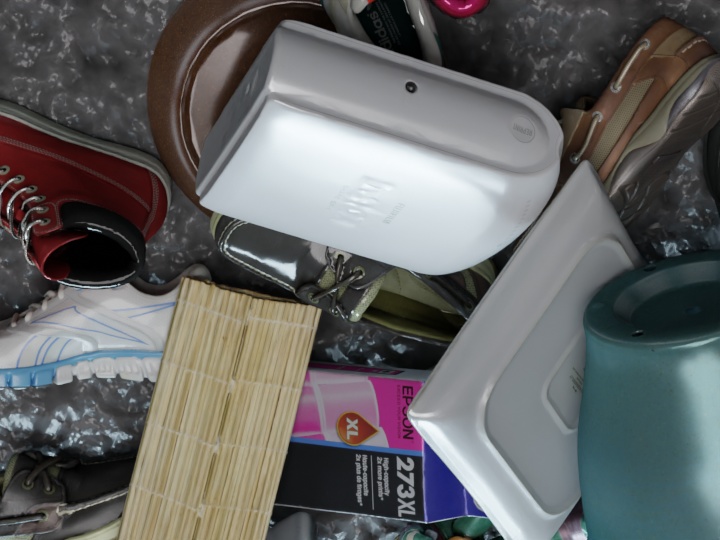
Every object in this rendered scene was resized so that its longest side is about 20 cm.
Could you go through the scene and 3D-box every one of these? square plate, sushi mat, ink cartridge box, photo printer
[{"bbox_3d":[0.128,0.063,1.632,0.198,0.028,0.200,-54,141,-14],"label":"square plate"},{"bbox_3d":[-0.094,0.109,1.689,0.095,0.012,0.201,14,91,-5],"label":"sushi mat"},{"bbox_3d":[0.003,0.111,1.698,0.199,0.037,0.095,3,100,28],"label":"ink cartridge box"},{"bbox_3d":[0.016,-0.067,1.573,0.199,0.070,0.166,17,152,-14],"label":"photo printer"}]

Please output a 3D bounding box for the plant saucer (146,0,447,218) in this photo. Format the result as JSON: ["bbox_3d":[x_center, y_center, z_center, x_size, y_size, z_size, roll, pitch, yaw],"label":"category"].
[{"bbox_3d":[-0.040,-0.104,1.672,0.199,0.035,0.201,1,110,2],"label":"plant saucer"}]

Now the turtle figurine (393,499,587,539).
[{"bbox_3d":[0.063,0.204,1.750,0.200,0.101,0.150,-37,132,-1],"label":"turtle figurine"}]

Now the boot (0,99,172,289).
[{"bbox_3d":[-0.225,-0.047,1.640,0.199,0.144,0.073,14,114,0],"label":"boot"}]

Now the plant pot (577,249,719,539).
[{"bbox_3d":[0.219,0.096,1.593,0.199,0.200,0.189,-13,110,7],"label":"plant pot"}]

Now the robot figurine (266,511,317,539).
[{"bbox_3d":[-0.104,0.243,1.764,0.199,0.113,0.170,-29,109,12],"label":"robot figurine"}]

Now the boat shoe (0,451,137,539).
[{"bbox_3d":[-0.223,0.156,1.751,0.200,0.072,0.066,-18,112,13],"label":"boat shoe"}]

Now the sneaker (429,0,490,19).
[{"bbox_3d":[0.052,-0.253,1.588,0.080,0.075,0.201,-14,109,7],"label":"sneaker"}]

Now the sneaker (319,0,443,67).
[{"bbox_3d":[-0.002,-0.194,1.583,0.070,0.093,0.201,-27,96,-12],"label":"sneaker"}]

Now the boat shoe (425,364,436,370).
[{"bbox_3d":[0.105,0.064,1.713,0.199,0.066,0.075,-29,107,12],"label":"boat shoe"}]

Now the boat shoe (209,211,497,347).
[{"bbox_3d":[0.000,0.001,1.667,0.200,0.066,0.072,17,130,-21],"label":"boat shoe"}]

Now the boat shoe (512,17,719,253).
[{"bbox_3d":[0.161,-0.079,1.662,0.072,0.076,0.200,50,118,19],"label":"boat shoe"}]

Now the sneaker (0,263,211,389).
[{"bbox_3d":[-0.188,0.029,1.714,0.199,0.075,0.087,-5,105,-5],"label":"sneaker"}]

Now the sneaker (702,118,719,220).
[{"bbox_3d":[0.271,-0.017,1.671,0.075,0.079,0.201,-13,109,7],"label":"sneaker"}]
